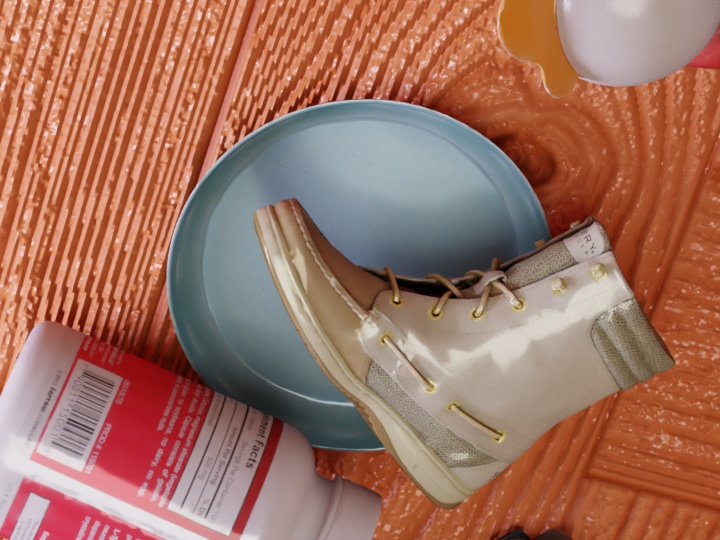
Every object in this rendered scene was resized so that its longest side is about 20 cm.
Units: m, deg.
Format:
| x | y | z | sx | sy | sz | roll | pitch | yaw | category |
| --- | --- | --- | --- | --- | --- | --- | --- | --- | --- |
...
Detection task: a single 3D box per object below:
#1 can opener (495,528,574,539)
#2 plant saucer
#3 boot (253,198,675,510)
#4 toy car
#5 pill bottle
| x | y | z | sx | sy | sz | roll | pitch | yaw | category |
| --- | --- | --- | --- | --- | --- | --- | --- | --- | --- |
| 0.038 | 0.206 | 1.503 | 0.200 | 0.053 | 0.067 | -28 | 122 | 2 | can opener |
| 0.000 | 0.000 | 1.428 | 0.200 | 0.027 | 0.200 | -1 | 116 | -3 | plant saucer |
| 0.053 | 0.012 | 1.384 | 0.155 | 0.072 | 0.200 | -31 | 118 | 11 | boot |
| 0.131 | -0.156 | 1.230 | 0.184 | 0.200 | 0.177 | 18 | 123 | 38 | toy car |
| -0.096 | 0.113 | 1.413 | 0.200 | 0.112 | 0.112 | 24 | 112 | -4 | pill bottle |
